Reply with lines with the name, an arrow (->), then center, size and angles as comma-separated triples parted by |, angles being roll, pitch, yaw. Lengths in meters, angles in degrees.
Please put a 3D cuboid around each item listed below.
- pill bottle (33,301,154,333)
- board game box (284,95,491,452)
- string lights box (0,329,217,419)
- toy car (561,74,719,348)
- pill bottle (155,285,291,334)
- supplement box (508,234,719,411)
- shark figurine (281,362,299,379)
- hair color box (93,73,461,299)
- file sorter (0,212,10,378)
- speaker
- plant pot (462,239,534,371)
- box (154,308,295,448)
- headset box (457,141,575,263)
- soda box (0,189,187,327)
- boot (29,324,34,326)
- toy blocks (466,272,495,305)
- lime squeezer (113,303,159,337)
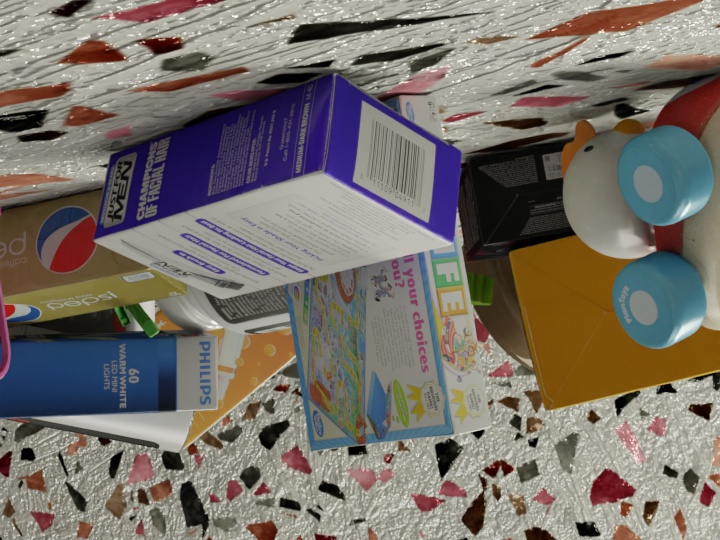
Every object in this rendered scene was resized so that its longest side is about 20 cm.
pill bottle -> -0.288, 0.048, 1.328 | 0.197, 0.116, 0.114 | 1, 176, 0
board game box -> 0.007, 0.006, 0.926 | 0.034, 0.203, 0.134 | -6, 175, -42
string lights box -> -0.216, 0.080, 1.147 | 0.197, 0.060, 0.103 | -1, -179, -17
toy car -> 0.210, -0.067, 1.067 | 0.183, 0.179, 0.199 | -23, -147, -34
pill bottle -> -0.058, -0.016, 1.096 | 0.198, 0.117, 0.115 | -12, 176, 38
supplement box -> 0.237, 0.032, 1.287 | 0.195, 0.135, 0.200 | -14, 175, 6
shark figurine -> 0.011, 0.009, 1.168 | 0.127, 0.216, 0.089 | -29, 136, 28
hair color box -> -0.051, -0.043, 0.863 | 0.199, 0.066, 0.109 | -15, 150, 41
file sorter -> -0.342, 0.029, 0.946 | 0.198, 0.127, 0.139 | -11, 176, 19
speaker -> -0.238, 0.093, 1.236 | 0.198, 0.082, 0.081 | 13, 170, -16
plant pot -> 0.230, -0.017, 1.510 | 0.199, 0.202, 0.174 | -6, 157, -44
box -> -0.145, 0.072, 1.521 | 0.199, 0.125, 0.097 | -39, -177, -13
headset box -> 0.164, -0.061, 1.308 | 0.147, 0.078, 0.200 | -10, 175, -2
soda box -> -0.227, -0.006, 1.072 | 0.197, 0.069, 0.064 | -10, 160, 14
boot -> -0.267, -0.003, 1.226 | 0.198, 0.075, 0.075 | -18, 159, 17
toy blocks -> -0.001, 0.010, 1.328 | 0.198, 0.101, 0.136 | 0, 164, 37
lime squeezer -> -0.187, 0.013, 1.157 | 0.038, 0.071, 0.200 | -48, -170, -11
